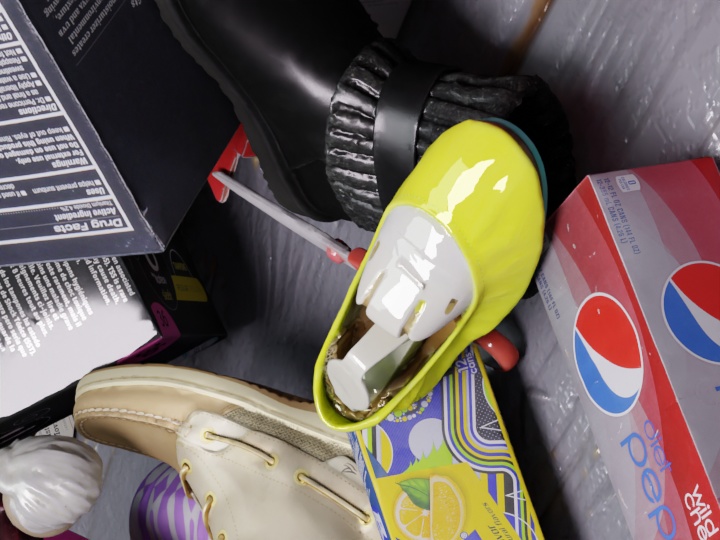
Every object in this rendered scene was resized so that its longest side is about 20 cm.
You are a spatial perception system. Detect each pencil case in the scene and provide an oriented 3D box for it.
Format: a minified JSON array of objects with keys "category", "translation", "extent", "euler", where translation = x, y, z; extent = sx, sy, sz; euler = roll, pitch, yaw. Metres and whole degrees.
[{"category":"pencil case","translation":[-0.059,0.149,1.356],"extent":[0.200,0.084,0.086],"euler":[1,63,63]}]

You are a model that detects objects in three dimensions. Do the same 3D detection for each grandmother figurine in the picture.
[{"category":"grandmother figurine","translation":[-0.190,0.144,1.276],"extent":[0.200,0.061,0.121],"euler":[-46,53,41]}]

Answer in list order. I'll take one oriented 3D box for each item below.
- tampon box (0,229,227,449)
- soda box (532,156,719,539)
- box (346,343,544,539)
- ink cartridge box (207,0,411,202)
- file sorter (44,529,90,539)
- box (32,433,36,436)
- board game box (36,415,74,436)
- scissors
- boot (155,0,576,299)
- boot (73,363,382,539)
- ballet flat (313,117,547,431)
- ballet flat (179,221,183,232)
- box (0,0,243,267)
[{"category":"tampon box","translation":[-0.198,0.026,1.354],"extent":[0.126,0.200,0.150],"euler":[64,-170,5]},{"category":"soda box","translation":[0.136,0.059,0.991],"extent":[0.070,0.063,0.200],"euler":[-50,55,56]},{"category":"box","translation":[0.053,0.142,1.145],"extent":[0.064,0.070,0.200],"euler":[84,168,-72]},{"category":"ink cartridge box","translation":[-0.037,-0.140,1.253],"extent":[0.116,0.067,0.200],"euler":[65,148,31]},{"category":"file sorter","translation":[-0.123,0.235,1.349],"extent":[0.200,0.139,0.125],"euler":[18,70,43]},{"category":"box","translation":[-0.203,-0.004,1.513],"extent":[0.158,0.051,0.200],"euler":[-105,23,-87]},{"category":"board game box","translation":[-0.247,0.092,1.734],"extent":[0.152,0.046,0.200],"euler":[48,138,46]},{"category":"scissors","translation":[0.000,0.000,1.214],"extent":[0.200,0.014,0.073],"euler":[25,164,48]},{"category":"boot","translation":[0.005,-0.088,1.097],"extent":[0.158,0.079,0.211],"euler":[22,152,47]},{"category":"boot","translation":[-0.067,0.136,1.226],"extent":[0.073,0.200,0.156],"euler":[69,-143,-66]},{"category":"ballet flat","translation":[0.023,0.013,1.052],"extent":[0.067,0.067,0.200],"euler":[44,148,10]},{"category":"ballet flat","translation":[-0.150,-0.009,1.510],"extent":[0.067,0.068,0.200],"euler":[-103,24,-45]},{"category":"box","translation":[-0.188,-0.111,1.145],"extent":[0.200,0.123,0.198],"euler":[-4,129,31]}]
